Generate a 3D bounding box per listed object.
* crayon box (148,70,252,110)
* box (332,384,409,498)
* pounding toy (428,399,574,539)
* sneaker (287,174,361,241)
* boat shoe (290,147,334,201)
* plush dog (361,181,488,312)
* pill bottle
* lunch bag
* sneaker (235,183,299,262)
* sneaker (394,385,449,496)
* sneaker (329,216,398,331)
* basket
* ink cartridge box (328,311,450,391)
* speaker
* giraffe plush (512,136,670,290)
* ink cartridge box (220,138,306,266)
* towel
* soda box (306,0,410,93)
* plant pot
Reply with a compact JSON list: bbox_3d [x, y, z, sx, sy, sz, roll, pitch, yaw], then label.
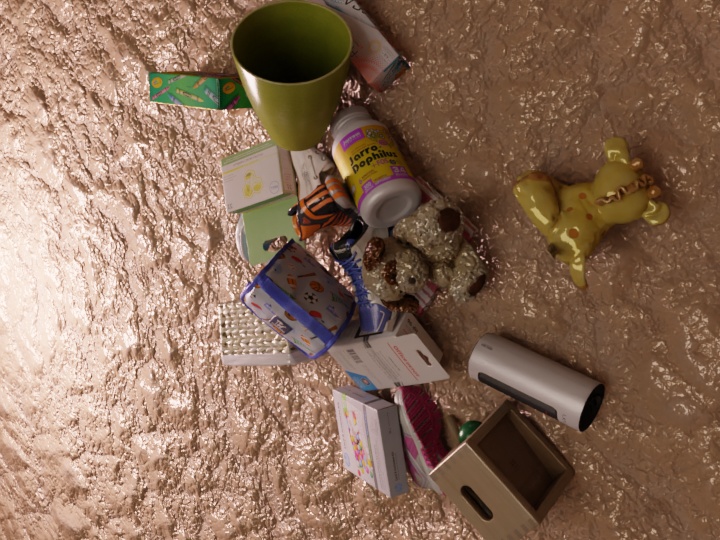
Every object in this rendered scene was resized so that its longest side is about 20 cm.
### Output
[{"bbox_3d":[-0.291,-0.342,1.659,0.199,0.118,0.059,14,110,37],"label":"crayon box"},{"bbox_3d":[0.015,0.298,1.561,0.200,0.041,0.157,-170,70,-67],"label":"box"},{"bbox_3d":[0.202,0.307,1.381,0.200,0.184,0.142,47,126,11],"label":"pounding toy"},{"bbox_3d":[-0.058,-0.096,1.462,0.112,0.200,0.078,-31,72,11],"label":"sneaker"},{"bbox_3d":[-0.078,-0.180,1.561,0.069,0.071,0.201,-12,88,18],"label":"boat shoe"},{"bbox_3d":[0.078,-0.025,1.356,0.161,0.171,0.200,51,174,48],"label":"plush dog"},{"bbox_3d":[0.017,-0.174,1.433,0.104,0.104,0.201,-52,50,36],"label":"pill bottle"},{"bbox_3d":[-0.102,0.051,1.451,0.170,0.200,0.124,40,97,-5],"label":"lunch bag"},{"bbox_3d":[-0.159,-0.085,1.639,0.130,0.079,0.201,31,120,32],"label":"sneaker"},{"bbox_3d":[0.095,0.296,1.516,0.088,0.081,0.201,-17,93,42],"label":"sneaker"},{"bbox_3d":[0.000,-0.001,1.431,0.080,0.115,0.201,-8,74,49],"label":"sneaker"},{"bbox_3d":[-0.159,0.108,1.654,0.199,0.135,0.124,-5,94,41],"label":"basket"},{"bbox_3d":[0.057,0.135,1.489,0.199,0.068,0.116,-14,126,41],"label":"ink cartridge box"},{"bbox_3d":[0.268,0.168,1.342,0.199,0.081,0.082,25,116,33],"label":"speaker"},{"bbox_3d":[0.318,-0.093,1.194,0.162,0.200,0.173,-35,110,16],"label":"giraffe plush"},{"bbox_3d":[-0.176,-0.120,1.575,0.145,0.048,0.201,-14,80,37],"label":"ink cartridge box"},{"bbox_3d":[0.099,-0.040,1.469,0.146,0.030,0.201,45,123,22],"label":"towel"},{"bbox_3d":[-0.008,-0.388,1.432,0.068,0.064,0.200,-40,74,14],"label":"soda box"},{"bbox_3d":[-0.105,-0.294,1.417,0.187,0.187,0.200,43,156,24],"label":"plant pot"}]
